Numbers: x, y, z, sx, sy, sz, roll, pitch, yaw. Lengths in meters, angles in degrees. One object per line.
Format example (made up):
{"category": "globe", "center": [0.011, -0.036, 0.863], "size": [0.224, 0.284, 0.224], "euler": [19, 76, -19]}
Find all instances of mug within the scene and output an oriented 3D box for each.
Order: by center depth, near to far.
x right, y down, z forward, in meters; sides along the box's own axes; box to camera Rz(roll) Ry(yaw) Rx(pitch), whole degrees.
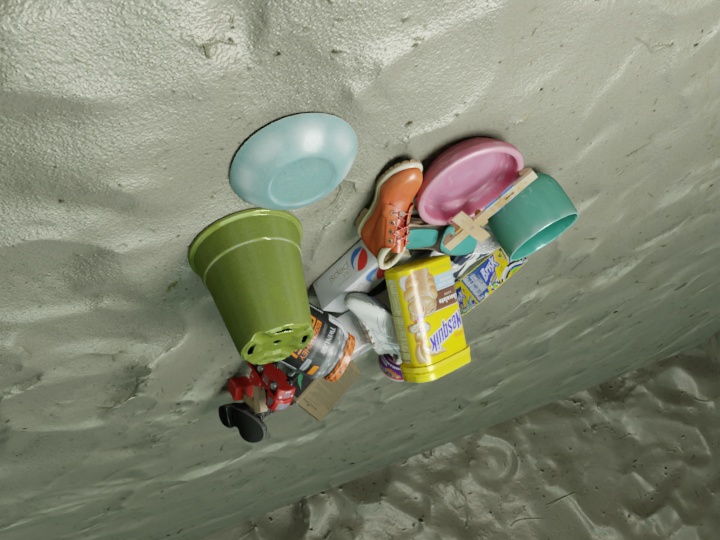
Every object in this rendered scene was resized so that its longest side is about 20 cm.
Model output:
{"category": "mug", "center": [0.310, -0.102, 1.250], "size": [0.150, 0.116, 0.186], "euler": [-21, 161, -28]}

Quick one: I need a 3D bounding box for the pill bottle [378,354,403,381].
{"category": "pill bottle", "center": [0.106, 0.185, 1.617], "size": [0.109, 0.113, 0.201], "euler": [-16, 152, -14]}

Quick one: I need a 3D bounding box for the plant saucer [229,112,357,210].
{"category": "plant saucer", "center": [-0.090, -0.142, 0.957], "size": [0.197, 0.039, 0.202], "euler": [-18, 153, -10]}

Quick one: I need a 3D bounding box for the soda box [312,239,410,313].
{"category": "soda box", "center": [0.000, 0.000, 1.255], "size": [0.067, 0.065, 0.199], "euler": [9, 138, -47]}

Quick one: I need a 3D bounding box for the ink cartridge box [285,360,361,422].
{"category": "ink cartridge box", "center": [-0.092, 0.255, 1.565], "size": [0.165, 0.075, 0.201], "euler": [-46, 155, -10]}

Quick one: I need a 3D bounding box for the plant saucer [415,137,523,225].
{"category": "plant saucer", "center": [0.181, -0.158, 1.131], "size": [0.196, 0.052, 0.202], "euler": [-19, 153, -10]}

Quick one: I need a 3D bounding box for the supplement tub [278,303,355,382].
{"category": "supplement tub", "center": [-0.114, 0.119, 1.223], "size": [0.197, 0.124, 0.123], "euler": [29, 132, -15]}

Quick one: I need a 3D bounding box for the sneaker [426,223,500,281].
{"category": "sneaker", "center": [0.206, -0.035, 1.352], "size": [0.198, 0.080, 0.130], "euler": [-38, 176, -15]}

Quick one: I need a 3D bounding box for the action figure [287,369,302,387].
{"category": "action figure", "center": [-0.136, 0.148, 1.392], "size": [0.053, 0.120, 0.202], "euler": [-4, 141, -10]}

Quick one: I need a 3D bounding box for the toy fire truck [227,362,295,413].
{"category": "toy fire truck", "center": [-0.222, 0.264, 1.463], "size": [0.048, 0.200, 0.144], "euler": [0, 117, -38]}

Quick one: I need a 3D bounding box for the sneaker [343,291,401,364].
{"category": "sneaker", "center": [0.039, 0.113, 1.257], "size": [0.199, 0.075, 0.088], "euler": [37, 94, -25]}

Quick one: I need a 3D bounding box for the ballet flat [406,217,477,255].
{"category": "ballet flat", "center": [0.135, -0.073, 1.229], "size": [0.197, 0.067, 0.069], "euler": [7, 115, -37]}

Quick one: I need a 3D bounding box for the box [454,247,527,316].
{"category": "box", "center": [0.270, 0.013, 1.403], "size": [0.199, 0.065, 0.070], "euler": [-34, 172, -37]}

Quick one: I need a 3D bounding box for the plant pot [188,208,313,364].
{"category": "plant pot", "center": [-0.160, 0.039, 1.057], "size": [0.196, 0.193, 0.201], "euler": [-17, 153, -9]}

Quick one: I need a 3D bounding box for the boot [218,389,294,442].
{"category": "boot", "center": [-0.225, 0.327, 1.560], "size": [0.172, 0.071, 0.198], "euler": [-14, -163, -38]}

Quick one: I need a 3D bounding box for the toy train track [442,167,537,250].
{"category": "toy train track", "center": [0.221, -0.113, 1.159], "size": [0.199, 0.033, 0.114], "euler": [-40, 142, 18]}

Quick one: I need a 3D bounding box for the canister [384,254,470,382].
{"category": "canister", "center": [0.123, 0.085, 1.215], "size": [0.147, 0.205, 0.086], "euler": [-17, -173, -40]}

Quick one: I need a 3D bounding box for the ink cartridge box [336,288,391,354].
{"category": "ink cartridge box", "center": [0.035, 0.105, 1.380], "size": [0.198, 0.086, 0.146], "euler": [-31, 171, -13]}

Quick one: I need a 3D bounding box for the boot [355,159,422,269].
{"category": "boot", "center": [0.062, -0.091, 1.097], "size": [0.074, 0.109, 0.201], "euler": [-5, 146, -27]}
